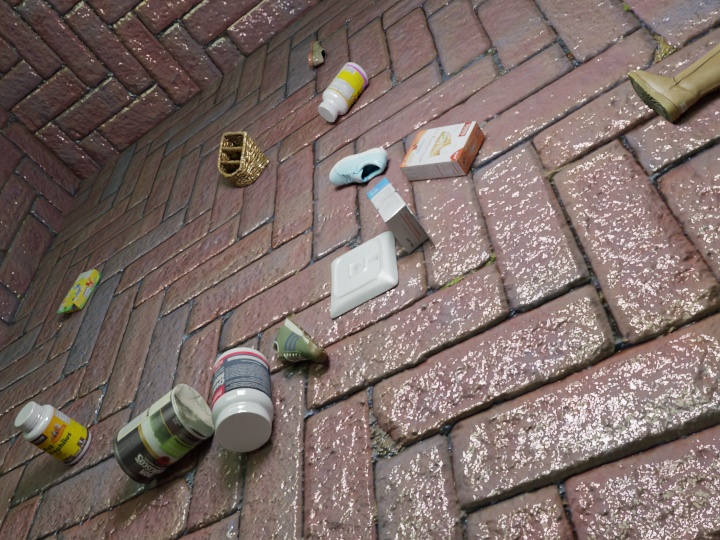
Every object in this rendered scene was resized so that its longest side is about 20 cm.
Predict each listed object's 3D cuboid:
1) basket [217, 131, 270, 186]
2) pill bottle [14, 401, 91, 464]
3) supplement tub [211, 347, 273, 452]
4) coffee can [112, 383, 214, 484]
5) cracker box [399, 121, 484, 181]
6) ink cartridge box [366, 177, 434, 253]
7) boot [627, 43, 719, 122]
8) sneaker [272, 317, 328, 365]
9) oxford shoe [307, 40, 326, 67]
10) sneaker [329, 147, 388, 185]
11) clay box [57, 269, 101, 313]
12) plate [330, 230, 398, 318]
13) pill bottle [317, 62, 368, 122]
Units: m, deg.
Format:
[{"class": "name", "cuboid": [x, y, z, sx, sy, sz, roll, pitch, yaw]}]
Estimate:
[{"class": "basket", "cuboid": [-0.459, -0.409, 2.427, 0.198, 0.149, 0.144, 14, 62, 50]}, {"class": "pill bottle", "cuboid": [-0.878, 0.460, 1.879, 0.107, 0.201, 0.111, -26, 37, 22]}, {"class": "supplement tub", "cuboid": [-0.267, 0.288, 1.489, 0.139, 0.141, 0.202, -34, 35, 12]}, {"class": "coffee can", "cuboid": [-0.471, 0.391, 1.583, 0.198, 0.147, 0.147, -37, 34, 9]}, {"class": "cracker box", "cuboid": [0.210, -0.308, 1.711, 0.197, 0.058, 0.136, 2, 54, 46]}, {"class": "ink cartridge box", "cuboid": [0.094, -0.125, 1.581, 0.067, 0.116, 0.201, -38, 33, 7]}, {"class": "boot", "cuboid": [0.673, -0.405, 1.339, 0.198, 0.066, 0.177, -36, 47, 12]}, {"class": "sneaker", "cuboid": [-0.148, 0.189, 1.548, 0.091, 0.067, 0.199, -53, 34, -3]}, {"class": "oxford shoe", "cuboid": [-0.174, -0.908, 2.763, 0.072, 0.072, 0.203, -3, 43, 7]}, {"class": "sneaker", "cuboid": [-0.013, -0.286, 1.904, 0.197, 0.074, 0.083, -23, 35, 29]}, {"class": "clay box", "cuboid": [-1.146, 0.095, 2.684, 0.113, 0.048, 0.204, -13, 46, 37]}, {"class": "plate", "cuboid": [0.000, 0.000, 1.621, 0.197, 0.032, 0.202, -28, 37, 22]}, {"class": "pill bottle", "cuboid": [-0.064, -0.613, 2.280, 0.103, 0.104, 0.202, 13, 63, 51]}]
